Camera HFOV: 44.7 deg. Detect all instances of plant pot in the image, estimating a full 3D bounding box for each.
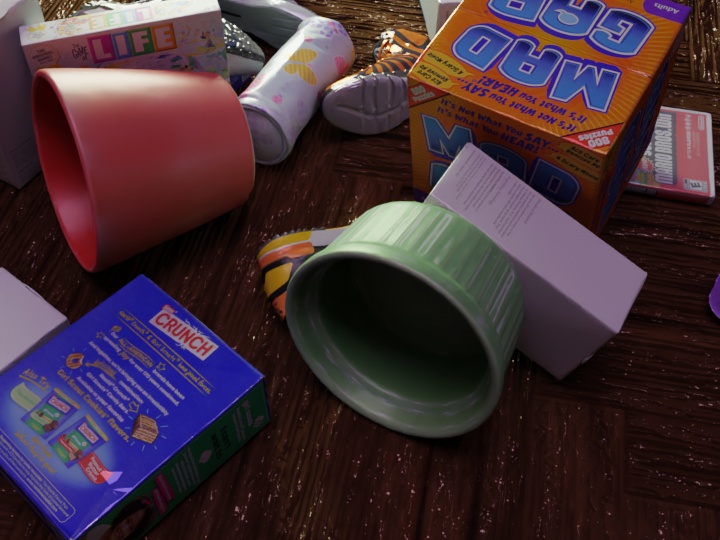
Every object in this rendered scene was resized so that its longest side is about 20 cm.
[{"bbox_3d":[-0.216,-0.115,0.887,0.177,0.201,0.201,-18,52,-29],"label":"plant pot"}]

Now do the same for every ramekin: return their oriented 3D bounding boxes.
[{"bbox_3d":[0.044,0.038,0.753,0.199,0.201,0.098,23,47,17],"label":"ramekin"}]

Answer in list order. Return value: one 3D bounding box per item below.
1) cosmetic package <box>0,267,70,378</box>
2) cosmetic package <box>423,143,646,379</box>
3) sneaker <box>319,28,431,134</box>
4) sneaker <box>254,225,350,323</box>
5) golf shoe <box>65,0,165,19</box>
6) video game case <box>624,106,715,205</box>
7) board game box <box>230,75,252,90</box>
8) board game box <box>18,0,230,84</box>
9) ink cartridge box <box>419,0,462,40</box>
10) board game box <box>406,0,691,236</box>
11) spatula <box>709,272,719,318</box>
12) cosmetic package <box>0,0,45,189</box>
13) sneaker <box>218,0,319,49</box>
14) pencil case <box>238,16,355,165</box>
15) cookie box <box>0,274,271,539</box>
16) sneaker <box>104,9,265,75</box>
[{"bbox_3d":[-0.360,0.099,0.775,0.101,0.074,0.200,33,56,23],"label":"cosmetic package"},{"bbox_3d":[0.140,-0.006,0.797,0.200,0.108,0.085,37,55,1],"label":"cosmetic package"},{"bbox_3d":[0.025,-0.231,1.057,0.199,0.078,0.112,-16,48,-27],"label":"sneaker"},{"bbox_3d":[0.000,0.000,0.873,0.199,0.070,0.090,-11,72,-14],"label":"sneaker"},{"bbox_3d":[-0.270,-0.274,1.022,0.200,0.077,0.088,-38,67,-26],"label":"golf shoe"},{"bbox_3d":[0.307,-0.146,1.018,0.199,0.017,0.143,10,52,8],"label":"video game case"},{"bbox_3d":[-0.244,-0.222,1.056,0.134,0.045,0.200,26,55,19],"label":"board game box"},{"bbox_3d":[-0.242,-0.212,0.932,0.199,0.135,0.034,-14,52,-11],"label":"board game box"},{"bbox_3d":[0.185,-0.364,1.151,0.199,0.084,0.145,-5,51,-5],"label":"ink cartridge box"},{"bbox_3d":[0.184,-0.162,0.893,0.199,0.200,0.200,26,65,20],"label":"board game box"},{"bbox_3d":[0.408,-0.019,0.911,0.056,0.021,0.200,29,53,6],"label":"spatula"},{"bbox_3d":[-0.384,-0.201,0.936,0.085,0.201,0.108,25,54,19],"label":"cosmetic package"},{"bbox_3d":[-0.113,-0.340,1.136,0.199,0.073,0.071,26,58,20],"label":"sneaker"},{"bbox_3d":[-0.080,-0.212,1.024,0.083,0.091,0.200,30,55,0],"label":"pencil case"},{"bbox_3d":[-0.206,0.124,0.752,0.171,0.075,0.200,36,59,26],"label":"cookie box"},{"bbox_3d":[-0.207,-0.243,1.000,0.199,0.087,0.075,-1,46,-26],"label":"sneaker"}]
